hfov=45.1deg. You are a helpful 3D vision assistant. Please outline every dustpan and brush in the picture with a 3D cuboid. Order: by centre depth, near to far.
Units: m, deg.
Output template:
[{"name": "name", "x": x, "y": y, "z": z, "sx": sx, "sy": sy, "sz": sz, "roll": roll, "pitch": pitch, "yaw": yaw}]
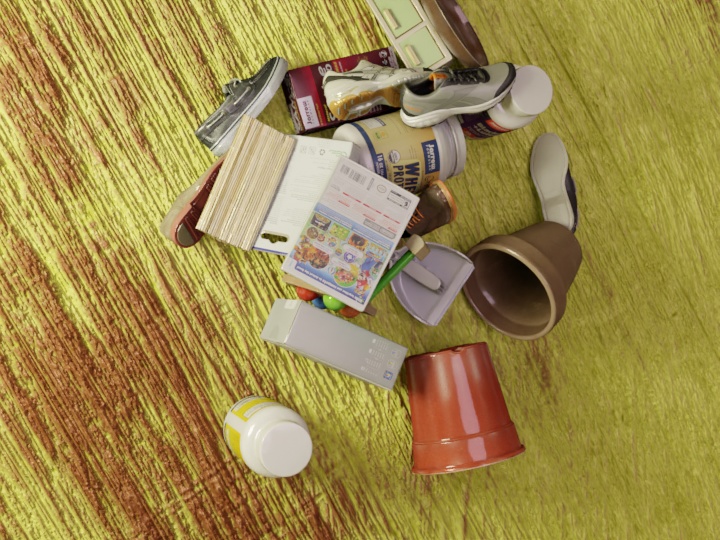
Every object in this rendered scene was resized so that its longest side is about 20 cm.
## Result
[{"name": "dustpan and brush", "x": 0.082, "y": -0.009, "z": 1.525, "sx": 0.200, "sy": 0.057, "sz": 0.140, "roll": 34, "pitch": 94, "yaw": 12}]

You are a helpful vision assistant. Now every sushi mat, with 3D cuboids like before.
[{"name": "sushi mat", "x": -0.180, "y": -0.136, "z": 1.372, "sx": 0.096, "sy": 0.012, "sz": 0.200, "roll": 23, "pitch": 88, "yaw": -23}]

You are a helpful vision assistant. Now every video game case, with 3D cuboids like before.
[{"name": "video game case", "x": -0.014, "y": -0.057, "z": 1.332, "sx": 0.143, "sy": 0.018, "sz": 0.200, "roll": 28, "pitch": 82, "yaw": -8}]

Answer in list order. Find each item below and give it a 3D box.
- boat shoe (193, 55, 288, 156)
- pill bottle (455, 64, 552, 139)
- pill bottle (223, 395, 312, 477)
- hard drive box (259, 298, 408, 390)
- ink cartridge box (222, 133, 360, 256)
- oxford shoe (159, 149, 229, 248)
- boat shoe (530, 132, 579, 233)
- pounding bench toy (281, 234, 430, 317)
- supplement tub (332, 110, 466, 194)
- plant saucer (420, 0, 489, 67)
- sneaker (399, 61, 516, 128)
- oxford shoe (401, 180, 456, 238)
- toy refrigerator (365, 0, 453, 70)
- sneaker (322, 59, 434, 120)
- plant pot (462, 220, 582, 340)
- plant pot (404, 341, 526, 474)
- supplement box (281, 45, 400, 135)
[{"name": "boat shoe", "x": -0.195, "y": -0.282, "z": 1.420, "sx": 0.071, "sy": 0.072, "sz": 0.200, "roll": 39, "pitch": 79, "yaw": -21}, {"name": "pill bottle", "x": 0.247, "y": -0.297, "z": 1.519, "sx": 0.111, "sy": 0.200, "sz": 0.112, "roll": 0, "pitch": 90, "yaw": -20}, {"name": "pill bottle", "x": -0.144, "y": 0.264, "z": 1.368, "sx": 0.111, "sy": 0.200, "sz": 0.112, "roll": 0, "pitch": 90, "yaw": -20}, {"name": "hard drive box", "x": -0.047, "y": 0.120, "z": 1.430, "sx": 0.200, "sy": 0.156, "sz": 0.077, "roll": 25, "pitch": 81, "yaw": -19}, {"name": "ink cartridge box", "x": -0.112, "y": -0.120, "z": 1.401, "sx": 0.041, "sy": 0.199, "sz": 0.200, "roll": 27, "pitch": 77, "yaw": -62}, {"name": "oxford shoe", "x": -0.253, "y": -0.130, "z": 1.394, "sx": 0.200, "sy": 0.075, "sz": 0.070, "roll": -52, "pitch": 137, "yaw": -18}, {"name": "boat shoe", "x": 0.373, "y": -0.161, "z": 1.640, "sx": 0.060, "sy": 0.074, "sz": 0.200, "roll": 13, "pitch": 63, "yaw": -60}, {"name": "pounding bench toy", "x": 0.000, "y": 0.000, "z": 1.409, "sx": 0.124, "sy": 0.200, "sz": 0.156, "roll": 33, "pitch": 75, "yaw": -60}, {"name": "supplement tub", "x": 0.065, "y": -0.197, "z": 1.479, "sx": 0.200, "sy": 0.144, "sz": 0.145, "roll": -17, "pitch": 96, "yaw": -20}, {"name": "plant saucer", "x": 0.159, "y": -0.431, "z": 1.517, "sx": 0.032, "sy": 0.200, "sz": 0.200, "roll": -32, "pitch": 104, "yaw": 24}, {"name": "sneaker", "x": 0.157, "y": -0.295, "z": 1.397, "sx": 0.200, "sy": 0.074, "sz": 0.079, "roll": -20, "pitch": 139, "yaw": -2}, {"name": "oxford shoe", "x": 0.107, "y": -0.093, "z": 1.467, "sx": 0.073, "sy": 0.200, "sz": 0.071, "roll": -28, "pitch": 81, "yaw": -16}, {"name": "toy refrigerator", "x": 0.077, "y": -0.427, "z": 1.497, "sx": 0.076, "sy": 0.070, "sz": 0.200, "roll": -31, "pitch": 91, "yaw": 8}, {"name": "sneaker", "x": 0.033, "y": -0.317, "z": 1.434, "sx": 0.200, "sy": 0.076, "sz": 0.088, "roll": -15, "pitch": 62, "yaw": -19}, {"name": "plant pot", "x": 0.307, "y": -0.001, "z": 1.565, "sx": 0.175, "sy": 0.200, "sz": 0.200, "roll": -38, "pitch": 103, "yaw": -36}, {"name": "plant pot", "x": 0.166, "y": 0.232, "z": 1.501, "sx": 0.200, "sy": 0.201, "sz": 0.196, "roll": -10, "pitch": 85, "yaw": -20}, {"name": "supplement box", "x": -0.027, "y": -0.308, "z": 1.490, "sx": 0.200, "sy": 0.061, "sz": 0.109, "roll": -19, "pitch": 95, "yaw": -19}]
